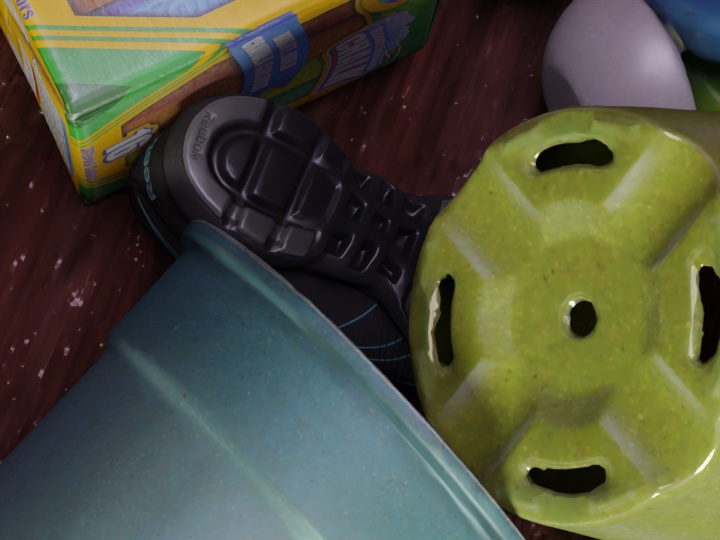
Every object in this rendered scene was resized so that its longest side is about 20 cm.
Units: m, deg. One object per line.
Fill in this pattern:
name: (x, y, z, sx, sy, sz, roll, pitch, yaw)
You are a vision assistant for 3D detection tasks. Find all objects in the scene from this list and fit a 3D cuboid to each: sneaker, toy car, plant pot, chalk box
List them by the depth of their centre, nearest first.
plant pot: (0.121, 0.021, 0.787, 0.184, 0.200, 0.201, 10, 66, -49)
plant pot: (-0.063, 0.121, 0.792, 0.196, 0.200, 0.200, -41, 83, -11)
chalk box: (-0.042, -0.131, 0.889, 0.199, 0.124, 0.124, -25, 79, -8)
sneaker: (0.000, 0.000, 0.897, 0.200, 0.079, 0.076, 34, 61, -21)
toy car: (0.144, -0.143, 0.922, 0.175, 0.150, 0.201, -22, 78, -16)
